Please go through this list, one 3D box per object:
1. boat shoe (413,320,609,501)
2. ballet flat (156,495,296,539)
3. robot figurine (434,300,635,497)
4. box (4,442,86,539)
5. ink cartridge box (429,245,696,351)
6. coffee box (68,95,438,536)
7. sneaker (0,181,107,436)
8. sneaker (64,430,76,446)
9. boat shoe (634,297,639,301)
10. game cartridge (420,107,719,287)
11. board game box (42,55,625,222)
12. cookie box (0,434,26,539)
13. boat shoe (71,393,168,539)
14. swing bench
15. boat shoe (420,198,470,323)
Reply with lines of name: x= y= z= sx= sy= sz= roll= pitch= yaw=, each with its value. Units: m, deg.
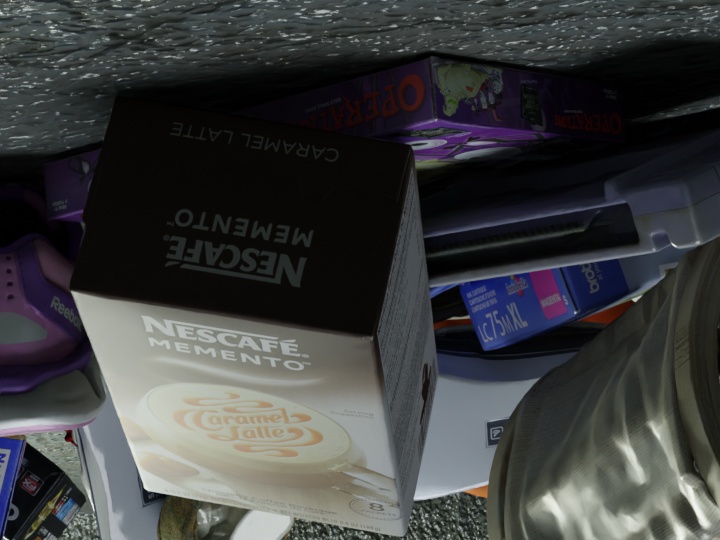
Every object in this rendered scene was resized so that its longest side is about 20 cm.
boat shoe: x=0.045 y=0.055 z=1.328 sx=0.200 sy=0.072 sz=0.068 roll=-7 pitch=-156 yaw=-13
ballet flat: x=-0.034 y=0.072 z=1.390 sx=0.071 sy=0.200 sz=0.071 roll=26 pitch=-163 yaw=-9
robot figurine: x=0.088 y=0.057 z=1.468 sx=0.144 sy=0.117 sz=0.200 roll=-52 pitch=159 yaw=12
box: x=-0.218 y=0.080 z=1.480 sx=0.159 sy=0.046 sz=0.200 roll=37 pitch=172 yaw=2
ink cartridge box: x=0.124 y=-0.011 z=1.264 sx=0.200 sy=0.042 sz=0.119 roll=-18 pitch=176 yaw=-19
coffee box: x=-0.035 y=0.023 z=1.106 sx=0.114 sy=0.080 sz=0.200 roll=9 pitch=156 yaw=9
sneaker: x=-0.136 y=0.001 z=1.211 sx=0.080 sy=0.089 sz=0.200 roll=-7 pitch=-165 yaw=1
sneaker: x=-0.142 y=0.062 z=1.484 sx=0.200 sy=0.116 sz=0.078 roll=0 pitch=170 yaw=-45
boat shoe: x=0.185 y=0.034 z=1.545 sx=0.071 sy=0.069 sz=0.200 roll=-9 pitch=-166 yaw=-15
game cartridge: x=0.092 y=-0.030 z=1.144 sx=0.200 sy=0.038 sz=0.130 roll=-10 pitch=-165 yaw=47
board game box: x=-0.012 y=-0.045 z=1.133 sx=0.200 sy=0.032 sz=0.120 roll=-12 pitch=166 yaw=40
cookie box: x=-0.271 y=0.067 z=1.257 sx=0.200 sy=0.075 sz=0.171 roll=10 pitch=-170 yaw=-34
boat shoe: x=-0.111 y=0.063 z=1.431 sx=0.072 sy=0.200 sz=0.066 roll=-19 pitch=-143 yaw=-17
swing bench: x=0.167 y=0.053 z=1.201 sx=0.200 sy=0.130 sz=0.199 roll=-13 pitch=164 yaw=-27
boat shoe: x=0.000 y=0.000 z=1.332 sx=0.200 sy=0.072 sz=0.065 roll=-8 pitch=168 yaw=-11
